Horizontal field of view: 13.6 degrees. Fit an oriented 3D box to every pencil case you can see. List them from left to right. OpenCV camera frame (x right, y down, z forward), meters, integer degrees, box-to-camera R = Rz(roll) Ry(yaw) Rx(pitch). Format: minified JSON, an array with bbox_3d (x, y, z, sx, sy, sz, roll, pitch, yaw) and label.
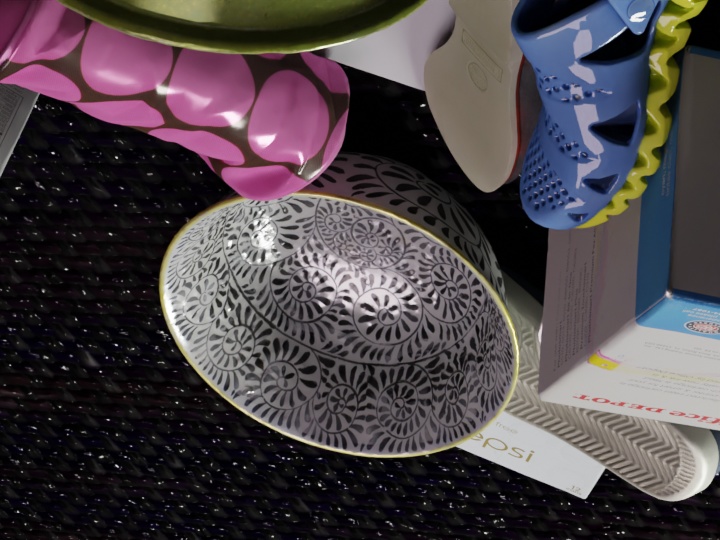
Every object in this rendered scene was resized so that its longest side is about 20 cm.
[{"bbox_3d":[-0.105,-0.096,1.476,0.199,0.091,0.094,22,131,-33],"label":"pencil case"}]

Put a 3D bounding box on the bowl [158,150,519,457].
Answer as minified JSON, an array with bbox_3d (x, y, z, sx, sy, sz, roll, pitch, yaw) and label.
[{"bbox_3d":[0.000,0.000,1.636,0.200,0.094,0.201,12,137,11],"label":"bowl"}]

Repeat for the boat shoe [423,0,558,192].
[{"bbox_3d":[0.075,-0.108,1.447,0.071,0.062,0.200,48,158,22],"label":"boat shoe"}]

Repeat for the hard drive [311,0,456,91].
[{"bbox_3d":[-0.009,-0.167,1.447,0.131,0.025,0.200,19,151,7],"label":"hard drive"}]

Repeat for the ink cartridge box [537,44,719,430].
[{"bbox_3d":[0.171,-0.005,1.449,0.128,0.126,0.200,11,160,-15],"label":"ink cartridge box"}]

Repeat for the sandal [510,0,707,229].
[{"bbox_3d":[0.102,-0.106,1.344,0.087,0.080,0.201,0,125,-26],"label":"sandal"}]

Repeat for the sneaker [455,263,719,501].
[{"bbox_3d":[0.130,0.050,1.681,0.200,0.084,0.075,38,132,21],"label":"sneaker"}]

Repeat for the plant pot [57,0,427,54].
[{"bbox_3d":[-0.048,-0.222,1.223,0.199,0.200,0.191,16,131,10],"label":"plant pot"}]

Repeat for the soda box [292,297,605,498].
[{"bbox_3d":[0.056,0.057,1.743,0.199,0.064,0.068,22,151,-1],"label":"soda box"}]

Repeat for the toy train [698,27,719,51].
[{"bbox_3d":[0.147,-0.083,1.473,0.046,0.034,0.200,33,150,-26],"label":"toy train"}]

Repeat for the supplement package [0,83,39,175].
[{"bbox_3d":[-0.306,-0.035,1.695,0.150,0.201,0.152,31,150,-16],"label":"supplement package"}]
